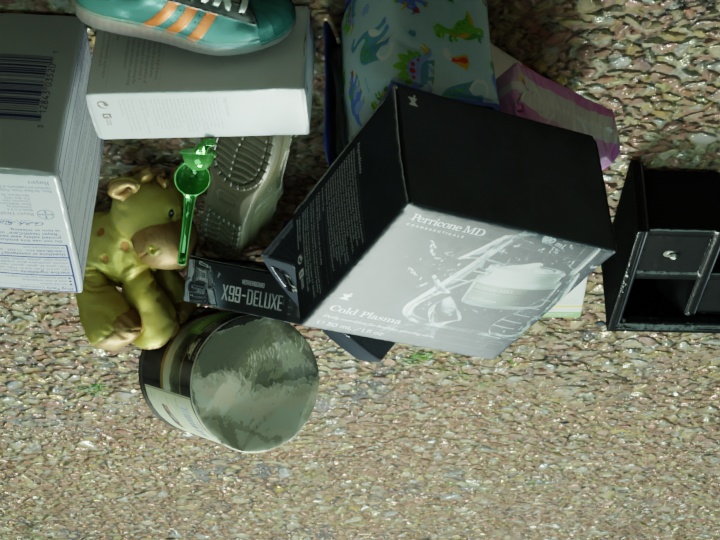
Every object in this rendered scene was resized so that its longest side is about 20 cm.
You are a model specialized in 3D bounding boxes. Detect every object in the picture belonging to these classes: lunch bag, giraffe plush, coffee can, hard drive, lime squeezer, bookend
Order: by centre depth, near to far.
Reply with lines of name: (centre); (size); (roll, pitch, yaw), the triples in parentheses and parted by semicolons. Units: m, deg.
lunch bag: (0.028, -0.159, 1.325); (0.126, 0.171, 0.200); (10, 147, -17)
lime squeezer: (-0.165, -0.091, 1.464); (0.037, 0.071, 0.200); (18, 144, -4)
hard drive: (0.000, 0.000, 1.466); (0.042, 0.135, 0.200); (33, 169, 44)
giraffe plush: (-0.231, -0.035, 1.586); (0.200, 0.173, 0.162); (48, 123, -5)
bookend: (0.371, -0.021, 1.599); (0.198, 0.093, 0.199); (2, 148, -1)
coffee can: (-0.149, 0.117, 1.661); (0.145, 0.148, 0.200); (18, 174, -24)

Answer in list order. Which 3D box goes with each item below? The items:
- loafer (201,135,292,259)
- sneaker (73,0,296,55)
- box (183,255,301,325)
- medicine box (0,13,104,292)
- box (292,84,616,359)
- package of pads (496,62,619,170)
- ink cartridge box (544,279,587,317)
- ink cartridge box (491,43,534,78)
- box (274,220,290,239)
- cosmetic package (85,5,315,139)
loafer: (-0.112, -0.102, 1.522); (0.075, 0.068, 0.201); (36, 133, 14)
sneaker: (-0.153, -0.241, 1.299); (0.198, 0.072, 0.080); (6, 152, -3)
box: (-0.071, 0.024, 1.599); (0.157, 0.050, 0.200); (10, -177, 26)
medicine box: (-0.310, -0.108, 1.413); (0.102, 0.183, 0.201); (3, 147, -1)
box: (0.073, -0.034, 1.258); (0.199, 0.125, 0.197); (11, 144, -25)
package of pads: (0.125, -0.096, 1.355); (0.120, 0.076, 0.200); (23, 141, -26)
ink cartridge box: (0.181, -0.015, 1.663); (0.144, 0.048, 0.200); (1, 150, 3)
ink cartridge box: (0.091, -0.124, 1.460); (0.146, 0.083, 0.200); (25, 141, -33)
box: (0.006, -0.023, 1.598); (0.121, 0.033, 0.199); (23, 166, -29)
cosmetic package: (-0.143, -0.180, 1.369); (0.198, 0.102, 0.074); (1, 148, 4)
